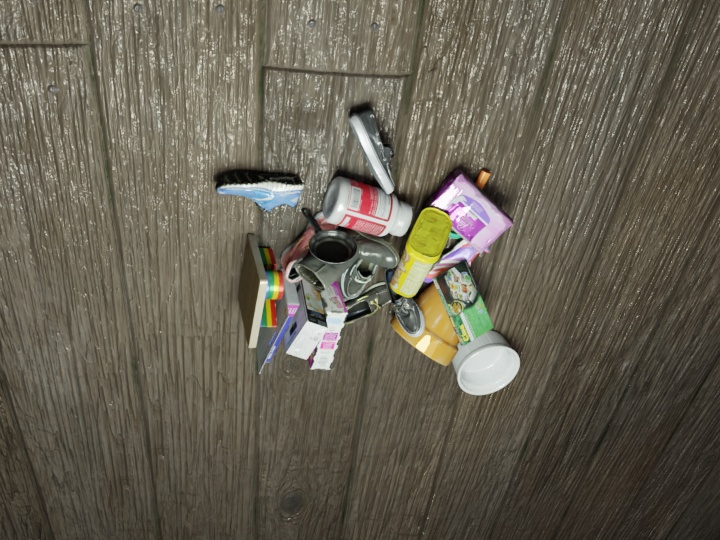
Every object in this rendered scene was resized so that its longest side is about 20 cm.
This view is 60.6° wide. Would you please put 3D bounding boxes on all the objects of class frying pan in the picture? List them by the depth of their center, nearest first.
[{"bbox_3d":[-0.095,-0.070,1.448,0.115,0.189,0.031,-44,154,-40],"label":"frying pan"}]

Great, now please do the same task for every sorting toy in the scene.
[{"bbox_3d":[-0.240,0.049,1.500,0.069,0.199,0.201,2,125,-21],"label":"sorting toy"}]

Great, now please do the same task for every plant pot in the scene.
[{"bbox_3d":[0.213,0.128,1.697,0.200,0.200,0.184,31,97,-31],"label":"plant pot"}]

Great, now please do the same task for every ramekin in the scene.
[{"bbox_3d":[0.379,0.278,1.896,0.199,0.098,0.201,-8,127,-10],"label":"ramekin"}]

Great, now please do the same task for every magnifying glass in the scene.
[{"bbox_3d":[0.279,-0.169,1.593,0.079,0.022,0.201,12,120,-22],"label":"magnifying glass"}]

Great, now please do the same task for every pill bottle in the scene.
[{"bbox_3d":[0.019,-0.147,1.481,0.199,0.112,0.113,14,121,-24],"label":"pill bottle"}]

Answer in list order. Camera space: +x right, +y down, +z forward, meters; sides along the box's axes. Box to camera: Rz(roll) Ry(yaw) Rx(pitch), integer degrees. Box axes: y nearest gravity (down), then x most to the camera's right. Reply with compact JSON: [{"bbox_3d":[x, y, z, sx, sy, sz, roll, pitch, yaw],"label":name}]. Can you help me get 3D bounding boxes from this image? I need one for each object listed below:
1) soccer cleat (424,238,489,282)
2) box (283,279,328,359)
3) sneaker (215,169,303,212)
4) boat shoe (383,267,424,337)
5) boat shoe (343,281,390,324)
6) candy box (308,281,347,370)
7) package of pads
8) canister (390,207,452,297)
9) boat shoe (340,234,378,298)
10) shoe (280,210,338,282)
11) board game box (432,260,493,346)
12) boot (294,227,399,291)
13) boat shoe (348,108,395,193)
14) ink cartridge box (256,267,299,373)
[{"bbox_3d":[0.252,-0.022,1.650,0.200,0.068,0.073,-40,83,11],"label":"soccer cleat"},{"bbox_3d":[-0.148,0.113,1.570,0.060,0.200,0.117,22,119,-26],"label":"box"},{"bbox_3d":[-0.233,-0.174,1.416,0.199,0.079,0.090,3,122,-17],"label":"sneaker"},{"bbox_3d":[0.109,0.078,1.614,0.070,0.201,0.066,-23,159,21],"label":"boat shoe"},{"bbox_3d":[0.020,0.093,1.688,0.200,0.061,0.072,-22,128,1],"label":"boat shoe"},{"bbox_3d":[-0.097,0.147,1.648,0.061,0.137,0.201,4,125,-19],"label":"candy box"},{"bbox_3d":[0.274,-0.146,1.544,0.200,0.076,0.121,39,109,-15],"label":"package of pads"},{"bbox_3d":[0.147,-0.039,1.537,0.086,0.149,0.200,25,146,2],"label":"canister"},{"bbox_3d":[0.000,0.000,1.608,0.072,0.071,0.201,8,123,-20],"label":"boat shoe"},{"bbox_3d":[-0.118,-0.058,1.522,0.200,0.091,0.071,-43,125,17],"label":"shoe"},{"bbox_3d":[0.270,0.085,1.616,0.104,0.023,0.201,-27,101,-20],"label":"board game box"},{"bbox_3d":[-0.029,-0.017,1.468,0.200,0.181,0.073,-40,148,-45],"label":"boot"},{"bbox_3d":[0.043,-0.274,1.405,0.066,0.070,0.201,-28,109,-1],"label":"boat shoe"},{"bbox_3d":[-0.213,0.129,1.564,0.043,0.200,0.197,16,120,-25],"label":"ink cartridge box"}]
